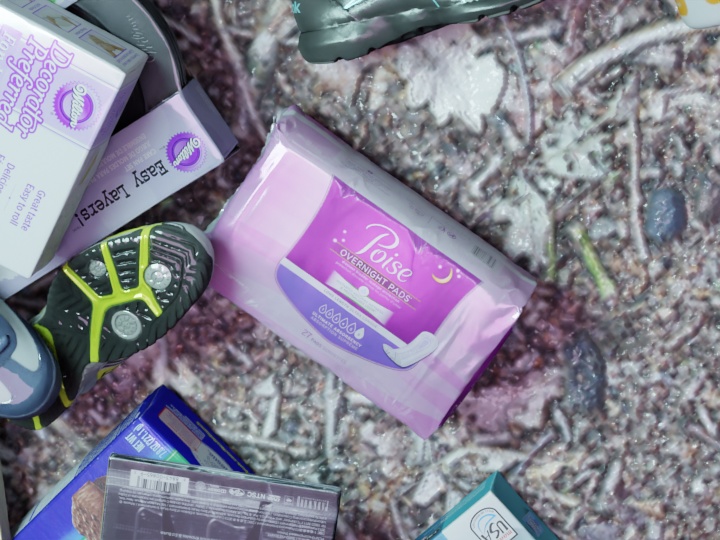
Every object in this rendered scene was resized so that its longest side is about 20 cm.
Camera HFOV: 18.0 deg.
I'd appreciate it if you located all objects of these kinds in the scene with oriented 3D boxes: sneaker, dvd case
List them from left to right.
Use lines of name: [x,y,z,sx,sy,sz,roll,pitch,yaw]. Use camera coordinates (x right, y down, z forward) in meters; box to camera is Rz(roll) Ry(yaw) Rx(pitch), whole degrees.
sneaker: [-0.266,0.020,1.374,0.200,0.082,0.070,39,83,-2]
sneaker: [-0.162,0.022,1.436,0.200,0.076,0.075,-35,98,34]
dvd case: [-0.097,0.222,1.449,0.148,0.016,0.201,8,104,3]
sneaker: [0.048,-0.185,1.382,0.199,0.075,0.079,-14,98,11]

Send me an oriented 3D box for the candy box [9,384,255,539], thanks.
candy box: [-0.146,0.207,1.499,0.169,0.077,0.200,45,106,-4]

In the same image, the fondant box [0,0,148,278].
fondant box: [-0.248,-0.108,1.355,0.200,0.058,0.145,28,108,0]

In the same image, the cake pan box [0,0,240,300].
cake pan box: [-0.199,-0.102,1.404,0.200,0.052,0.184,-30,101,16]

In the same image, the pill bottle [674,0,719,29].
pill bottle: [0.208,-0.252,1.322,0.112,0.112,0.200,-19,99,13]

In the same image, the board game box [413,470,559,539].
board game box: [0.098,0.256,1.487,0.151,0.047,0.200,-42,93,15]

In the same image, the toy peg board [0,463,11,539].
toy peg board: [-0.346,0.108,1.461,0.199,0.098,0.200,-12,77,12]

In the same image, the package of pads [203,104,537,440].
package of pads: [0.000,0.000,1.430,0.200,0.076,0.121,35,109,0]
